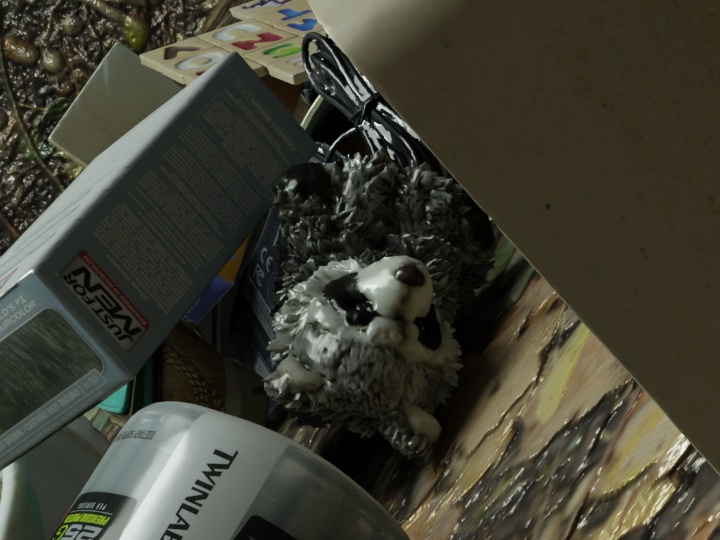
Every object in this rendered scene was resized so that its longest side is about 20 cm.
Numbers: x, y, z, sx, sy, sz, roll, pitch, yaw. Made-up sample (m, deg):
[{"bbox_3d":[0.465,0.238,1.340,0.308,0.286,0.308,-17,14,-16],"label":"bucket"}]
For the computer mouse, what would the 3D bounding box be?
[{"bbox_3d":[0.000,0.000,1.297,0.140,0.046,0.200,51,134,46],"label":"computer mouse"}]

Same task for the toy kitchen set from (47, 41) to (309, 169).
[{"bbox_3d":[-0.122,-0.039,1.680,0.200,0.163,0.180,-56,10,-13],"label":"toy kitchen set"}]

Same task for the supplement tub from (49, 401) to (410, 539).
[{"bbox_3d":[-0.074,0.155,0.933,0.200,0.122,0.123,-58,11,-23],"label":"supplement tub"}]

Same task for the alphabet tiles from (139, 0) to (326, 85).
[{"bbox_3d":[-0.008,-0.133,1.453,0.200,0.008,0.167,-20,21,-19],"label":"alphabet tiles"}]

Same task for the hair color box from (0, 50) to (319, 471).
[{"bbox_3d":[-0.103,-0.005,1.163,0.099,0.061,0.200,-34,11,35],"label":"hair color box"}]

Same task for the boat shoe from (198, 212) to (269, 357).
[{"bbox_3d":[-0.056,0.008,1.502,0.062,0.072,0.200,-5,44,13],"label":"boat shoe"}]

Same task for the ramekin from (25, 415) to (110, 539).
[{"bbox_3d":[-0.197,0.140,1.362,0.200,0.200,0.105,-57,20,-15],"label":"ramekin"}]

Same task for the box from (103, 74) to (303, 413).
[{"bbox_3d":[-0.092,-0.016,1.426,0.119,0.041,0.200,-46,19,38],"label":"box"}]

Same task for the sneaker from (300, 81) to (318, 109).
[{"bbox_3d":[-0.004,-0.095,1.496,0.070,0.099,0.200,-54,9,15],"label":"sneaker"}]

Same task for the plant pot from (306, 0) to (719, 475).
[{"bbox_3d":[0.116,-0.046,0.566,0.177,0.200,0.200,-42,11,5],"label":"plant pot"}]

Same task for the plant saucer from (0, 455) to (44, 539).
[{"bbox_3d":[-0.179,0.171,1.196,0.200,0.050,0.200,-53,20,28],"label":"plant saucer"}]

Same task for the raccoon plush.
[{"bbox_3d":[0.002,0.048,1.158,0.200,0.097,0.134,91,-173,-51],"label":"raccoon plush"}]

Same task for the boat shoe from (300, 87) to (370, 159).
[{"bbox_3d":[0.028,-0.082,1.335,0.068,0.075,0.200,-31,-15,-50],"label":"boat shoe"}]

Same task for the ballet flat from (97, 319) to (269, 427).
[{"bbox_3d":[-0.073,0.051,1.199,0.200,0.065,0.071,-136,53,-75],"label":"ballet flat"}]
